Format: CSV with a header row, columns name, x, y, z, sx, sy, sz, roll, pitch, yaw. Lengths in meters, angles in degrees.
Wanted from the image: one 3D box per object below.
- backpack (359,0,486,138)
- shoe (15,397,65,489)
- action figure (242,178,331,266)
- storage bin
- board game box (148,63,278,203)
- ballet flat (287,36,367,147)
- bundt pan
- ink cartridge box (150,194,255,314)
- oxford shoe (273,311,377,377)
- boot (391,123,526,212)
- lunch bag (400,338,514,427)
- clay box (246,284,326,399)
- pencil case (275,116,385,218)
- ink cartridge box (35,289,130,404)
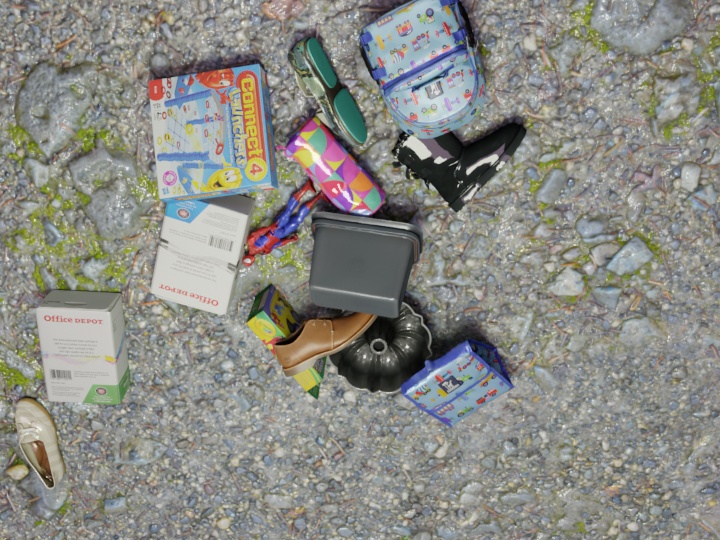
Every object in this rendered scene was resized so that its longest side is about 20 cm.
name,x,y,z,sx,sy,sz,roll,pitch,yaw
backpack,0.105,-0.314,1.412,0.180,0.135,0.203,-19,96,11
shoe,-0.650,0.352,1.817,0.069,0.054,0.203,-11,112,8
action figure,-0.141,-0.075,1.595,0.199,0.052,0.065,-40,141,20
storage bin,0.000,0.000,1.549,0.196,0.137,0.146,9,157,8
board game box,-0.245,-0.226,1.493,0.192,0.056,0.204,-7,86,7
ballet flat,-0.058,-0.292,1.500,0.073,0.074,0.202,-24,108,14
bundt pan,0.035,0.124,1.659,0.198,0.076,0.206,1,114,2
ink cartridge box,-0.282,-0.042,1.604,0.143,0.085,0.203,16,114,-3
oxford shoe,-0.060,0.107,1.565,0.198,0.071,0.072,-30,102,-4
boot,0.161,-0.213,1.512,0.162,0.074,0.199,41,108,-7
lunch bag,0.165,0.189,1.617,0.149,0.095,0.199,-34,147,16
clay box,-0.124,0.133,1.653,0.047,0.115,0.201,-35,108,17
pencil case,-0.047,-0.170,1.533,0.088,0.089,0.200,-41,106,19
ink cartridge box,-0.523,0.145,1.701,0.142,0.084,0.204,2,114,3
